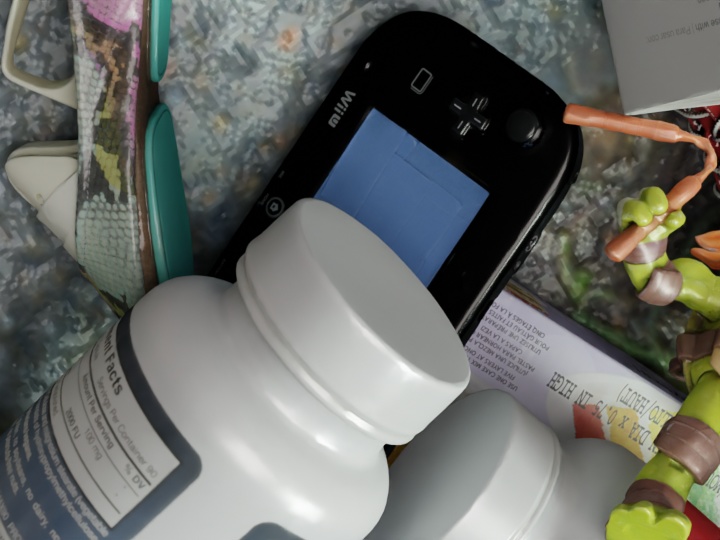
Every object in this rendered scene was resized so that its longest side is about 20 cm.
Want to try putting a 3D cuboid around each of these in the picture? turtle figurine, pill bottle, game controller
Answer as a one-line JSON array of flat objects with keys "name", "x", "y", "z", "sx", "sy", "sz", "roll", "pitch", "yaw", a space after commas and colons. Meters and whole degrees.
[{"name": "turtle figurine", "x": 0.137, "y": 0.036, "z": 1.080, "sx": 0.199, "sy": 0.064, "sz": 0.162, "roll": 31, "pitch": 58, "yaw": -18}, {"name": "pill bottle", "x": 0.098, "y": 0.138, "z": 1.122, "sx": 0.200, "sy": 0.112, "sz": 0.112, "roll": 40, "pitch": 92, "yaw": -20}, {"name": "game controller", "x": 0.000, "y": 0.000, "z": 1.130, "sx": 0.104, "sy": 0.042, "sz": 0.201, "roll": 36, "pitch": 96, "yaw": 16}, {"name": "pill bottle", "x": -0.060, "y": 0.073, "z": 1.059, "sx": 0.119, "sy": 0.120, "sz": 0.200, "roll": 41, "pitch": 108, "yaw": -19}]

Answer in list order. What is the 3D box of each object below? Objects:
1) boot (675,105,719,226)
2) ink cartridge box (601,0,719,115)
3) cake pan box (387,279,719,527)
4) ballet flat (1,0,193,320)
[{"name": "boot", "x": 0.148, "y": -0.030, "z": 1.154, "sx": 0.144, "sy": 0.072, "sz": 0.201, "roll": 27, "pitch": 79, "yaw": -18}, {"name": "ink cartridge box", "x": 0.153, "y": -0.165, "z": 1.072, "sx": 0.145, "sy": 0.084, "sz": 0.201, "roll": -11, "pitch": 91, "yaw": -35}, {"name": "cake pan box", "x": 0.068, "y": 0.118, "z": 1.195, "sx": 0.199, "sy": 0.052, "sz": 0.185, "roll": 33, "pitch": 97, "yaw": -19}, {"name": "ballet flat", "x": -0.100, "y": -0.065, "z": 1.103, "sx": 0.071, "sy": 0.069, "sz": 0.202, "roll": 0, "pitch": 102, "yaw": 5}]
